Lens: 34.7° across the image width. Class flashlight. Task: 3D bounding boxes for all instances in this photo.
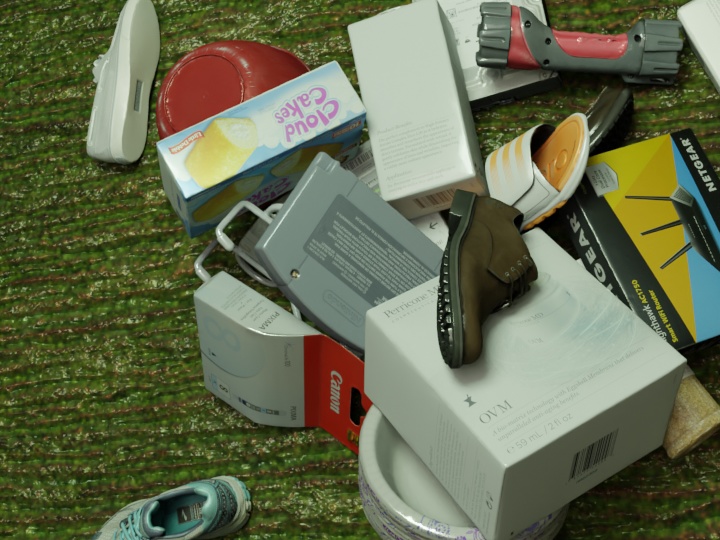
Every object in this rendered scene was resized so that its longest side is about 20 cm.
[{"bbox_3d":[0.215,-0.229,1.142,0.199,0.068,0.068,3,74,3],"label":"flashlight"}]

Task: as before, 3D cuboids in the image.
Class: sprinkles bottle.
[{"bbox_3d":[0.258,0.079,1.089,0.068,0.068,0.200,-38,69,9],"label":"sprinkles bottle"}]

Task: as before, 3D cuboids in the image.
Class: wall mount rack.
[{"bbox_3d":[-0.080,0.016,1.173,0.174,0.200,0.075,38,65,-5],"label":"wall mount rack"}]

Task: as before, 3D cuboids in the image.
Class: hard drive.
[{"bbox_3d":[0.128,-0.273,1.228,0.139,0.038,0.201,-13,75,17],"label":"hard drive"}]

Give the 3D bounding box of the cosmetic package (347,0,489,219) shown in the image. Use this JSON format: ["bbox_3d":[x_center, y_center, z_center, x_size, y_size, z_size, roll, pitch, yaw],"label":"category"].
[{"bbox_3d":[0.059,-0.163,1.171,0.101,0.074,0.201,-14,72,16],"label":"cosmetic package"}]

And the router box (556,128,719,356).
[{"bbox_3d":[0.284,-0.022,1.073,0.148,0.051,0.201,-17,69,-17],"label":"router box"}]

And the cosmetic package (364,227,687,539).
[{"bbox_3d":[0.138,0.094,1.016,0.199,0.123,0.200,-25,50,-23],"label":"cosmetic package"}]

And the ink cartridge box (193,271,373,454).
[{"bbox_3d":[-0.077,0.110,1.158,0.200,0.161,0.047,32,54,23],"label":"ink cartridge box"}]

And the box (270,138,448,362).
[{"bbox_3d":[0.016,-0.026,1.213,0.156,0.041,0.201,-33,69,10],"label":"box"}]

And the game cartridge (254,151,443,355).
[{"bbox_3d":[0.000,0.000,1.098,0.134,0.200,0.040,-58,21,-19],"label":"game cartridge"}]

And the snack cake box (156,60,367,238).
[{"bbox_3d":[-0.099,-0.119,1.152,0.199,0.115,0.067,-28,76,-13],"label":"snack cake box"}]

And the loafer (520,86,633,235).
[{"bbox_3d":[0.193,-0.110,1.149,0.071,0.073,0.200,42,94,22],"label":"loafer"}]

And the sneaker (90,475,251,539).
[{"bbox_3d":[-0.218,0.266,1.212,0.199,0.086,0.078,-28,70,12],"label":"sneaker"}]

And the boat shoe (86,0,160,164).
[{"bbox_3d":[-0.283,-0.225,1.355,0.068,0.072,0.201,4,89,20],"label":"boat shoe"}]

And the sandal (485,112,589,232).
[{"bbox_3d":[0.135,-0.073,1.079,0.207,0.059,0.079,-46,33,43],"label":"sandal"}]

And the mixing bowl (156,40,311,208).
[{"bbox_3d":[-0.150,-0.175,1.270,0.199,0.108,0.201,-5,76,20],"label":"mixing bowl"}]

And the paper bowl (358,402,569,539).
[{"bbox_3d":[0.097,0.191,1.076,0.199,0.105,0.201,0,47,0],"label":"paper bowl"}]

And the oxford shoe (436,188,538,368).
[{"bbox_3d":[0.108,0.004,0.970,0.084,0.073,0.201,10,45,6],"label":"oxford shoe"}]

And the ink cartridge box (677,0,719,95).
[{"bbox_3d":[0.428,-0.207,1.100,0.176,0.045,0.201,-28,71,13],"label":"ink cartridge box"}]
